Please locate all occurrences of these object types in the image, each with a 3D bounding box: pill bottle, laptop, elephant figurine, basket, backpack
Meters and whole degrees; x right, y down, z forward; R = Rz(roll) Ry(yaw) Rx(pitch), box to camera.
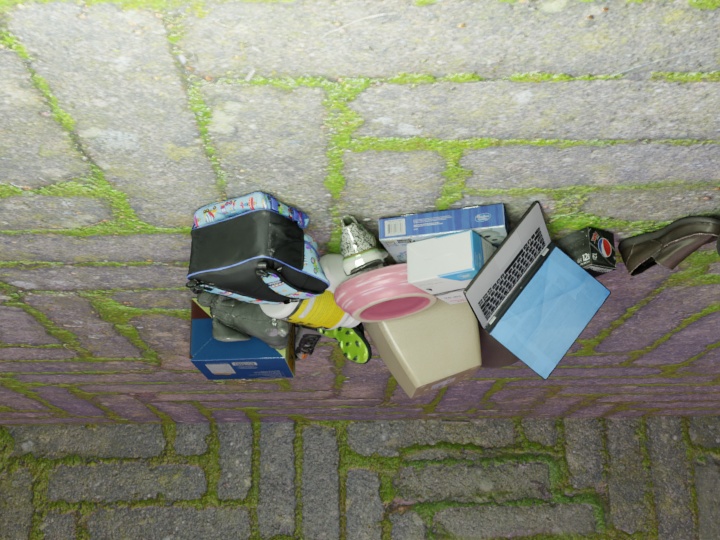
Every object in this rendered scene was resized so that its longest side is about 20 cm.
[{"bbox_3d":[-0.083,0.050,1.680,0.111,0.112,0.200,-17,157,40],"label":"pill bottle"},{"bbox_3d":[0.281,0.033,1.422,0.116,0.187,0.200,32,167,33],"label":"laptop"},{"bbox_3d":[-0.231,0.083,1.747,0.199,0.142,0.155,8,147,-2],"label":"elephant figurine"},{"bbox_3d":[0.285,0.106,1.852,0.180,0.136,0.200,-14,159,-4],"label":"basket"},{"bbox_3d":[-0.146,-0.021,1.413,0.182,0.135,0.200,-13,158,33],"label":"backpack"}]

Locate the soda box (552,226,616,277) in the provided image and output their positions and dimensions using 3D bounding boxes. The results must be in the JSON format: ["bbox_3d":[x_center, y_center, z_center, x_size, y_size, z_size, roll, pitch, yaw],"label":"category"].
[{"bbox_3d":[0.348,-0.010,1.579,0.063,0.071,0.200,11,158,-31],"label":"soda box"}]

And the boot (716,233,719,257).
[{"bbox_3d":[0.641,-0.094,1.377,0.138,0.078,0.200,-17,156,-16],"label":"boot"}]

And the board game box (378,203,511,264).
[{"bbox_3d":[0.149,-0.048,1.498,0.199,0.044,0.199,-6,161,13],"label":"board game box"}]

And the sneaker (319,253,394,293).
[{"bbox_3d":[0.000,0.000,1.613,0.080,0.077,0.200,-24,160,35],"label":"sneaker"}]

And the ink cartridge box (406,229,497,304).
[{"bbox_3d":[0.170,0.003,1.475,0.116,0.068,0.200,-12,160,28],"label":"ink cartridge box"}]

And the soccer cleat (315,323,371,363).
[{"bbox_3d":[-0.018,0.131,1.848,0.081,0.068,0.200,-1,-161,-30],"label":"soccer cleat"}]

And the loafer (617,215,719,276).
[{"bbox_3d":[0.524,-0.035,1.511,0.073,0.072,0.200,11,159,-34],"label":"loafer"}]

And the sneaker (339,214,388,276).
[{"bbox_3d":[-0.002,-0.050,1.452,0.077,0.089,0.200,-18,-174,0],"label":"sneaker"}]

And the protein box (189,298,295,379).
[{"bbox_3d":[-0.246,0.147,1.934,0.198,0.135,0.200,-2,162,1],"label":"protein box"}]

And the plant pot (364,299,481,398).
[{"bbox_3d":[0.135,0.137,1.768,0.200,0.177,0.200,-19,164,-8],"label":"plant pot"}]

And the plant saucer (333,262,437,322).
[{"bbox_3d":[0.055,0.044,1.578,0.200,0.051,0.201,-10,162,-3],"label":"plant saucer"}]

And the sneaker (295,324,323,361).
[{"bbox_3d":[-0.118,0.155,2.063,0.074,0.080,0.200,7,159,-19],"label":"sneaker"}]
